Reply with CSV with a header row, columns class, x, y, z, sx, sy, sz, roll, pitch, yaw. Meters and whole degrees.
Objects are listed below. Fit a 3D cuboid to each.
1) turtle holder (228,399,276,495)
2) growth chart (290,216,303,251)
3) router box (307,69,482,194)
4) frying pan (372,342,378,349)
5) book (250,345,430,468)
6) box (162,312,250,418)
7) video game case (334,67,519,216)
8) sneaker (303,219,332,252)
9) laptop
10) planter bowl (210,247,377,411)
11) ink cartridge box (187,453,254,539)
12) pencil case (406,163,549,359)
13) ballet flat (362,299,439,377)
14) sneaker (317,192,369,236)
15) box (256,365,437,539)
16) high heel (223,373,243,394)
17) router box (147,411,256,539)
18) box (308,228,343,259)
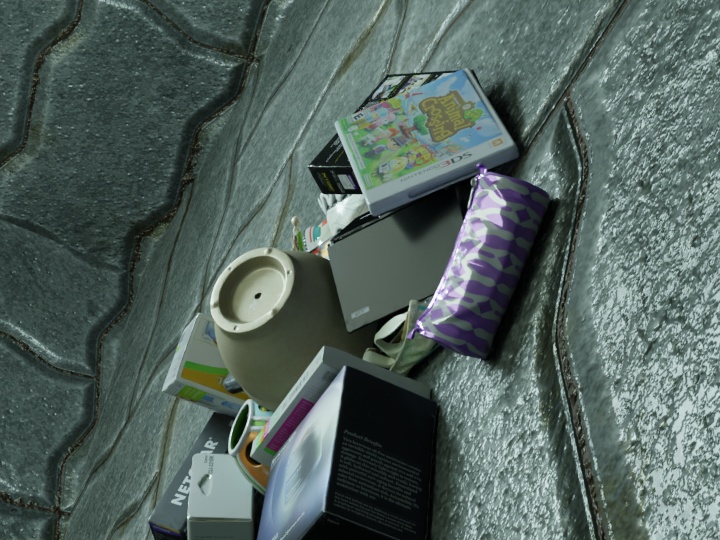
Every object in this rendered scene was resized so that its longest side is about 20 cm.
class,x,y,z,sx,sy,sz,roll,pitch,yaw
turtle holder,-0.092,0.206,1.743,0.141,0.132,0.186,-53,20,44
growth chart,-0.085,0.046,1.855,0.145,0.018,0.200,82,-173,-49
router box,0.047,-0.176,1.740,0.149,0.051,0.200,4,44,43
frying pan,0.003,0.137,1.694,0.190,0.031,0.115,-98,19,-48
book,-0.027,0.176,1.557,0.200,0.134,0.048,-53,20,42
box,-0.160,0.150,1.920,0.112,0.200,0.101,141,148,-68
video game case,0.074,-0.157,1.629,0.182,0.022,0.200,-22,37,1
sneaker,-0.017,-0.009,1.925,0.093,0.070,0.200,-30,42,13
laptop,0.061,-0.032,1.640,0.177,0.103,0.200,-25,7,20
planter bowl,-0.098,0.055,1.668,0.200,0.135,0.200,-16,52,22
ink cartridge box,-0.179,0.356,1.775,0.144,0.084,0.200,-97,7,-62
pencil case,0.124,-0.008,1.403,0.084,0.085,0.200,177,115,-76
ballet flat,0.036,0.097,1.596,0.200,0.062,0.067,-54,19,41
sneaker,0.015,-0.093,1.834,0.200,0.075,0.081,-34,58,55
box,-0.021,0.246,1.457,0.200,0.123,0.198,-54,18,39
high heel,-0.108,0.070,1.817,0.143,0.071,0.200,-22,43,60
router box,-0.216,0.325,1.928,0.157,0.052,0.200,82,-151,-46
box,0.000,0.000,1.782,0.200,0.040,0.137,-33,43,40
